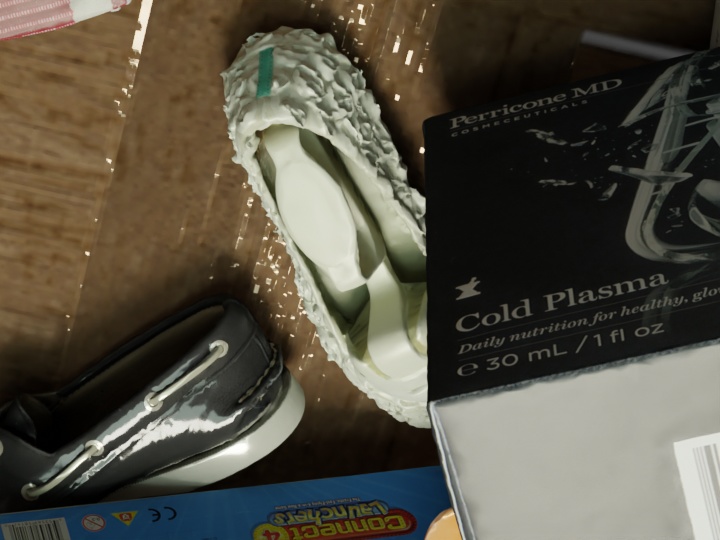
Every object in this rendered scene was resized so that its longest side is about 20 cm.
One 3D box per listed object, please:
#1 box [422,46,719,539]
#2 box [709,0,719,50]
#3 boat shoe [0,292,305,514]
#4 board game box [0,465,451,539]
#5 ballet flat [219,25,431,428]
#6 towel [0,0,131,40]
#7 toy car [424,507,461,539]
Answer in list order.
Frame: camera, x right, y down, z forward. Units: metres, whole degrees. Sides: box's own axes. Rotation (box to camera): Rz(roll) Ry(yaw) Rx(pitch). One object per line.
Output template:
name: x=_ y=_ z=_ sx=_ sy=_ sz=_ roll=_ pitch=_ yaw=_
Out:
box: x=0.129 y=0.019 z=0.758 sx=0.199 sy=0.197 sz=0.125 roll=-13 pitch=117 yaw=8
box: x=0.209 y=-0.081 z=0.836 sx=0.155 sy=0.041 sz=0.201 roll=2 pitch=119 yaw=-2
boat shoe: x=-0.121 y=0.074 z=0.901 sx=0.199 sy=0.074 sz=0.061 roll=-25 pitch=118 yaw=9
board game box: x=-0.061 y=0.179 z=0.927 sx=0.199 sy=0.056 sz=0.197 roll=-5 pitch=130 yaw=-19
ballet flat: x=0.000 y=0.000 z=0.866 sx=0.071 sy=0.072 sz=0.201 roll=-24 pitch=119 yaw=13
towel: x=-0.193 y=-0.142 z=0.803 sx=0.198 sy=0.023 sz=0.145 roll=-10 pitch=118 yaw=3
toy car: x=0.123 y=0.128 z=0.854 sx=0.198 sy=0.185 sz=0.178 roll=6 pitch=127 yaw=17
